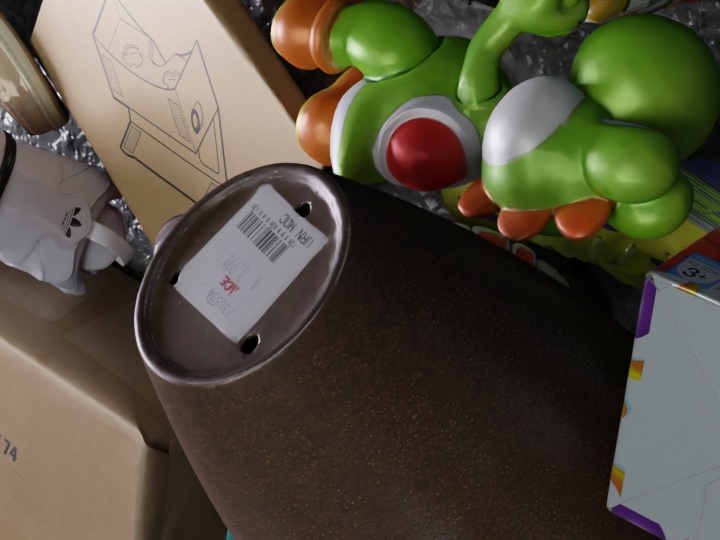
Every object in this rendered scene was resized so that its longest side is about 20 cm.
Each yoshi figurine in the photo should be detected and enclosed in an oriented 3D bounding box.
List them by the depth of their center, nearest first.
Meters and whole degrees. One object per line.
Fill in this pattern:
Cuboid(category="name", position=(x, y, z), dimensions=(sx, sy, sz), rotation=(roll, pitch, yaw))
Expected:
Cuboid(category="yoshi figurine", position=(0.065, -0.071, 0.898), dimensions=(0.200, 0.112, 0.112), rotation=(24, 98, 41))

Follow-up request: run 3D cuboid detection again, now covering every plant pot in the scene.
Cuboid(category="plant pot", position=(0.010, 0.052, 0.850), dimensions=(0.186, 0.188, 0.200), rotation=(4, 150, 40))

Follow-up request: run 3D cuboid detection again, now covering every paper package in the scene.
Cuboid(category="paper package", position=(-0.161, 0.097, 1.248), dimensions=(0.200, 0.103, 0.191), rotation=(29, 128, 28))

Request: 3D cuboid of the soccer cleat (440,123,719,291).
Cuboid(category="soccer cleat", position=(0.116, -0.021, 0.969), dimensions=(0.199, 0.065, 0.084), rotation=(-1, 98, 40))

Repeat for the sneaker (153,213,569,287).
Cuboid(category="sneaker", position=(0.000, 0.000, 1.003), dimensions=(0.082, 0.199, 0.077), rotation=(-136, 61, -66))

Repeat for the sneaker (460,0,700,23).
Cuboid(category="sneaker", position=(0.053, -0.156, 0.953), dimensions=(0.199, 0.082, 0.078), rotation=(20, 122, 34))

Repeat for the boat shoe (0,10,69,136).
Cuboid(category="boat shoe", position=(-0.235, -0.130, 1.214), dimensions=(0.200, 0.065, 0.072), rotation=(43, 169, 23))

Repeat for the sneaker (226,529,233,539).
Cuboid(category="sneaker", position=(-0.009, 0.129, 1.147), dimensions=(0.120, 0.084, 0.201), rotation=(18, 122, 24))

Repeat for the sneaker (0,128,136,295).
Cuboid(category="sneaker", position=(-0.195, -0.037, 1.200), dimensions=(0.200, 0.115, 0.075), rotation=(17, 82, 63))

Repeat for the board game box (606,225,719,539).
Cuboid(category="board game box", position=(0.193, 0.027, 0.831), dimensions=(0.103, 0.200, 0.105), rotation=(26, 126, 30))

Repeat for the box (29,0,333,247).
Cuboid(category="box", position=(-0.090, -0.084, 1.084), dimensions=(0.200, 0.021, 0.164), rotation=(57, 147, 18))
